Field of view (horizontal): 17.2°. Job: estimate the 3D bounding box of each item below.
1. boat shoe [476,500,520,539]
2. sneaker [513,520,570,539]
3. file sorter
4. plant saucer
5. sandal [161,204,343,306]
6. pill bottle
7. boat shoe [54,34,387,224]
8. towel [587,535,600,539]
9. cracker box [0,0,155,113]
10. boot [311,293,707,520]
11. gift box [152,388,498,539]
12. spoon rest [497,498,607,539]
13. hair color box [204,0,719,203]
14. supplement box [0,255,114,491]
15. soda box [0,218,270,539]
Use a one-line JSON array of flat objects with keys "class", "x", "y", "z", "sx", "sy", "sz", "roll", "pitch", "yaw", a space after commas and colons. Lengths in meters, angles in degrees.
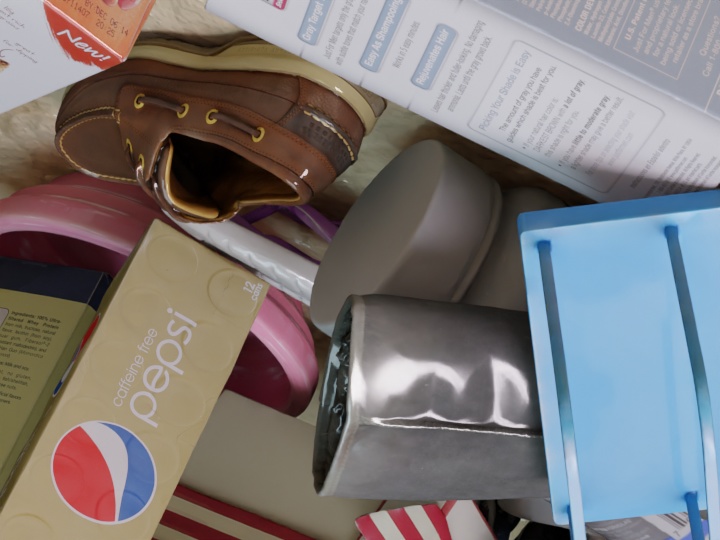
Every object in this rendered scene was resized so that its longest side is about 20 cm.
[{"class": "boat shoe", "x": 0.047, "y": 0.103, "z": 1.275, "sx": 0.092, "sy": 0.075, "sz": 0.200, "roll": 23, "pitch": 164, "yaw": 10}, {"class": "sneaker", "x": 0.103, "y": 0.190, "z": 1.312, "sx": 0.072, "sy": 0.083, "sz": 0.200, "roll": 47, "pitch": -179, "yaw": 16}, {"class": "file sorter", "x": 0.164, "y": 0.057, "z": 0.838, "sx": 0.199, "sy": 0.123, "sz": 0.139, "roll": -7, "pitch": 124, "yaw": 5}, {"class": "plant saucer", "x": -0.108, "y": 0.011, "z": 1.262, "sx": 0.200, "sy": 0.051, "sz": 0.201, "roll": 22, "pitch": 157, "yaw": 10}, {"class": "sandal", "x": -0.001, "y": 0.000, "z": 1.137, "sx": 0.202, "sy": 0.050, "sz": 0.082, "roll": 28, "pitch": 174, "yaw": -5}, {"class": "pill bottle", "x": 0.084, "y": 0.035, "z": 1.035, "sx": 0.200, "sy": 0.114, "sz": 0.114, "roll": 34, "pitch": 156, "yaw": -18}, {"class": "boat shoe", "x": -0.077, "y": -0.059, "z": 1.058, "sx": 0.200, "sy": 0.068, "sz": 0.072, "roll": -1, "pitch": 146, "yaw": 47}, {"class": "towel", "x": 0.209, "y": 0.161, "z": 1.294, "sx": 0.200, "sy": 0.031, "sz": 0.149, "roll": 41, "pitch": 150, "yaw": -28}, {"class": "cracker box", "x": -0.187, "y": -0.130, "z": 1.035, "sx": 0.134, "sy": 0.058, "sz": 0.200, "roll": 36, "pitch": 154, "yaw": -24}, {"class": "boot", "x": 0.091, "y": 0.029, "z": 0.933, "sx": 0.199, "sy": 0.073, "sz": 0.183, "roll": 13, "pitch": 119, "yaw": -5}, {"class": "gift box", "x": -0.025, "y": 0.187, "z": 1.187, "sx": 0.186, "sy": 0.185, "sz": 0.200, "roll": 20, "pitch": 159, "yaw": 35}, {"class": "spoon rest", "x": 0.130, "y": 0.102, "z": 1.178, "sx": 0.200, "sy": 0.060, "sz": 0.100, "roll": -5, "pitch": 106, "yaw": 54}, {"class": "hair color box", "x": 0.049, "y": -0.095, "z": 0.863, "sx": 0.199, "sy": 0.061, "sz": 0.099, "roll": 25, "pitch": 157, "yaw": -1}, {"class": "supplement box", "x": -0.177, "y": 0.126, "z": 1.257, "sx": 0.134, "sy": 0.200, "sz": 0.200, "roll": 8, "pitch": 152, "yaw": 35}, {"class": "soda box", "x": -0.114, "y": 0.077, "z": 1.099, "sx": 0.068, "sy": 0.201, "sz": 0.064, "roll": 30, "pitch": 145, "yaw": -8}]
